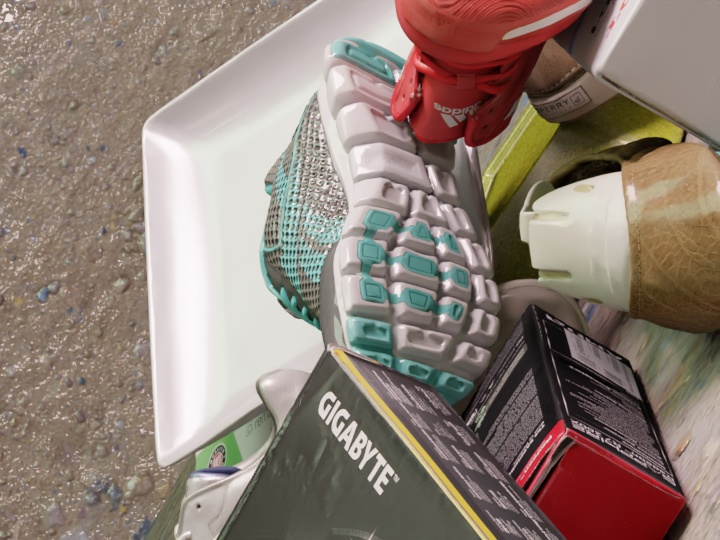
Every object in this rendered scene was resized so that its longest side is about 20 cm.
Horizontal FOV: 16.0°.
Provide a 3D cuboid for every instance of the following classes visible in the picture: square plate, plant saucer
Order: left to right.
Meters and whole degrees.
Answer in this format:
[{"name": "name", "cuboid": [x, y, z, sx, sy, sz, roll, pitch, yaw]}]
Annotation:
[{"name": "square plate", "cuboid": [-0.020, -0.031, 1.145, 0.200, 0.028, 0.199, -31, 49, 32]}, {"name": "plant saucer", "cuboid": [0.097, -0.047, 1.253, 0.200, 0.048, 0.200, -57, 6, 36]}]

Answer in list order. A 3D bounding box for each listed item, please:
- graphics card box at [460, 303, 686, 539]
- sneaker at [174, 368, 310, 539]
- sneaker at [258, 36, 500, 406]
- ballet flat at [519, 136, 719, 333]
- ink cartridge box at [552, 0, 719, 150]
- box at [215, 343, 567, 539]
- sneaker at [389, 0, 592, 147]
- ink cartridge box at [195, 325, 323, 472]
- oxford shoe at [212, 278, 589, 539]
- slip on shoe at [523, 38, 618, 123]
[{"name": "graphics card box", "cuboid": [0.052, 0.093, 0.890, 0.126, 0.051, 0.200, -60, 6, 9]}, {"name": "sneaker", "cuboid": [-0.049, 0.131, 1.084, 0.200, 0.087, 0.075, -61, 7, 0]}, {"name": "sneaker", "cuboid": [0.000, 0.000, 1.036, 0.091, 0.077, 0.200, -49, 29, 34]}, {"name": "ballet flat", "cuboid": [0.094, -0.016, 0.914, 0.200, 0.072, 0.068, -93, 0, -81]}, {"name": "ink cartridge box", "cuboid": [0.148, -0.123, 0.965, 0.145, 0.084, 0.200, -60, 6, 8]}, {"name": "box", "cuboid": [0.001, 0.134, 0.766, 0.160, 0.049, 0.200, -61, 28, 12]}, {"name": "sneaker", "cuboid": [0.048, -0.084, 0.975, 0.200, 0.078, 0.116, -47, -22, -62]}, {"name": "ink cartridge box", "cuboid": [-0.012, 0.024, 1.226, 0.145, 0.087, 0.201, -41, 39, 52]}, {"name": "oxford shoe", "cuboid": [0.018, 0.080, 1.022, 0.200, 0.075, 0.058, -40, 3, -10]}, {"name": "slip on shoe", "cuboid": [0.129, -0.147, 1.186, 0.200, 0.061, 0.076, -46, 17, -33]}]
